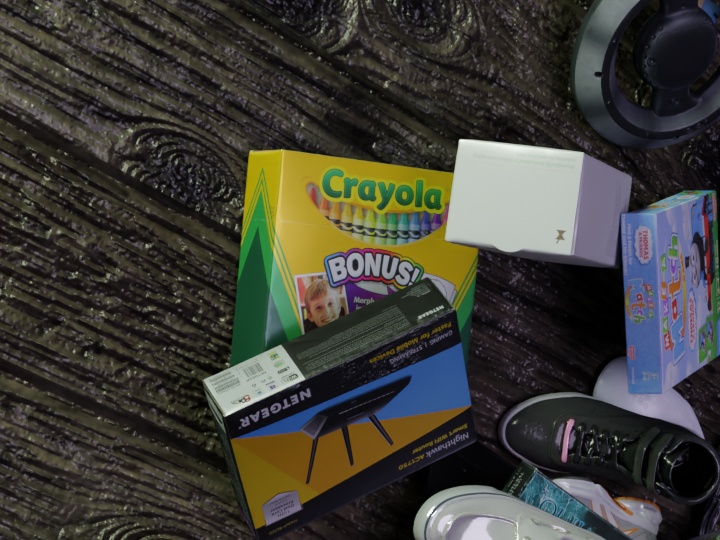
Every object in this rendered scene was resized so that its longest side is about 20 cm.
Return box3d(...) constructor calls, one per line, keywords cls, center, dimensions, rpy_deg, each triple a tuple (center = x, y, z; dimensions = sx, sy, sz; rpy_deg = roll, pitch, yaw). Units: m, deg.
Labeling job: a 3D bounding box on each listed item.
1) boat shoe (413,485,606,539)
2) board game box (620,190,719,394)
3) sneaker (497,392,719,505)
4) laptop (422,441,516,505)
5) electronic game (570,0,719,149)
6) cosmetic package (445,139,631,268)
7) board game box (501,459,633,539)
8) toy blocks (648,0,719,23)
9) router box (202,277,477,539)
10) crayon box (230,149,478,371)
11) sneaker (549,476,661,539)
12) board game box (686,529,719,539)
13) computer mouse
box3d(cls="boat shoe", center=(0.136, 0.226, 1.568), dimensions=(0.199, 0.070, 0.071), rpy_deg=(23, 92, -27))
box3d(cls="board game box", center=(0.273, 0.015, 1.725), dimensions=(0.200, 0.036, 0.153), rpy_deg=(-18, 106, -63))
box3d(cls="sneaker", center=(0.222, 0.152, 1.698), dimensions=(0.198, 0.099, 0.071), rpy_deg=(11, 92, -11))
box3d(cls="laptop", center=(0.082, 0.269, 1.696), dimensions=(0.187, 0.116, 0.200), rpy_deg=(35, 104, -29))
box3d(cls="electronic game", center=(0.273, -0.195, 1.723), dimensions=(0.198, 0.042, 0.202), rpy_deg=(-13, 128, -17))
box3d(cls="cosmetic package", center=(0.148, -0.050, 1.599), dimensions=(0.200, 0.106, 0.086), rpy_deg=(12, 86, -73))
box3d(cls="board game box", center=(0.171, 0.265, 1.648), dimensions=(0.199, 0.028, 0.136), rpy_deg=(37, 85, -27))
box3d(cls="toy blocks", center=(0.310, -0.295, 1.758), dimensions=(0.136, 0.100, 0.201), rpy_deg=(28, 89, -40))
box3d(cls="router box", center=(-0.012, 0.110, 1.541), dimensions=(0.199, 0.051, 0.150), rpy_deg=(-25, 132, -14))
box3d(cls="crayon box", center=(0.000, 0.000, 1.593), dimensions=(0.198, 0.058, 0.175), rpy_deg=(5, 91, -33))
box3d(cls="sneaker", center=(0.192, 0.235, 1.697), dimensions=(0.199, 0.075, 0.093), rpy_deg=(18, 62, -39))
box3d(cls="board game box", center=(0.288, 0.288, 1.723), dimensions=(0.034, 0.200, 0.127), rpy_deg=(35, 72, -1))
box3d(cls="computer mouse", center=(0.284, 0.157, 1.797), dimensions=(0.200, 0.044, 0.110), rpy_deg=(44, 72, -27))
